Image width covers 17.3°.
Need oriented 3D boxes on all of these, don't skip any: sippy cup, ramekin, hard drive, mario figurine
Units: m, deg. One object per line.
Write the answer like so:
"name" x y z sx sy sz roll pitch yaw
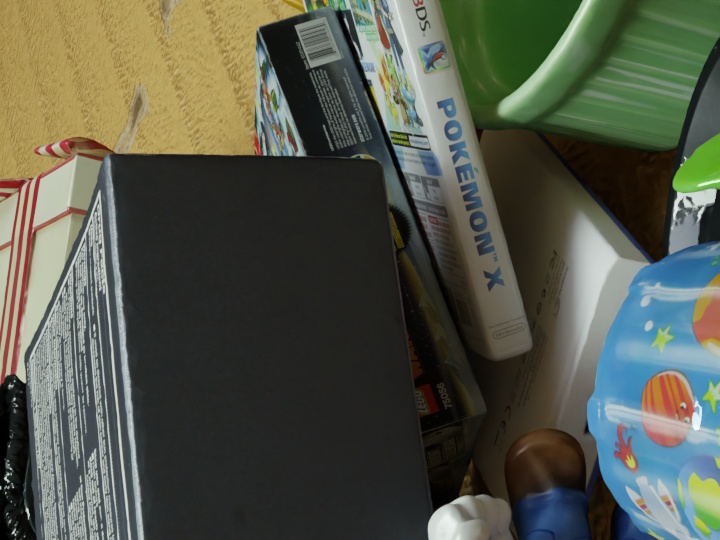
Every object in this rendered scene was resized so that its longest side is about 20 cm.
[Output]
"sippy cup" 0.145 0.045 0.717 0.130 0.139 0.179 8 96 48
"ramekin" 0.110 -0.146 1.006 0.200 0.097 0.201 -47 36 50
"hard drive" 0.074 0.022 1.045 0.200 0.025 0.132 -118 42 -67
"mario figurine" 0.097 0.124 0.844 0.123 0.106 0.200 -23 31 16

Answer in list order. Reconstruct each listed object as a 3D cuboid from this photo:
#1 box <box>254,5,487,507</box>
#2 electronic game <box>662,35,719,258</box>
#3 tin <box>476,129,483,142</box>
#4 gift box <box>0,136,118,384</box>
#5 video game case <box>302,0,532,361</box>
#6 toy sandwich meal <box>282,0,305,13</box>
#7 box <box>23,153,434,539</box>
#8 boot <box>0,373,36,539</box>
"box" 0.000 0.000 1.072 0.137 0.040 0.201 96 155 -68
"electronic game" 0.153 -0.013 0.868 0.200 0.041 0.201 -174 90 -81
"tin" 0.019 -0.023 1.227 0.112 0.042 0.201 37 111 61
"gift box" -0.138 0.029 1.372 0.200 0.184 0.188 -13 67 58
"video game case" 0.019 -0.060 1.048 0.200 0.022 0.183 -154 48 -77
"toy sandwich meal" 0.031 -0.195 1.210 0.205 0.070 0.206 -42 31 33
"box" -0.058 0.085 0.965 0.198 0.123 0.201 123 143 -60
"boot" -0.107 0.082 1.218 0.073 0.162 0.199 128 146 -57
